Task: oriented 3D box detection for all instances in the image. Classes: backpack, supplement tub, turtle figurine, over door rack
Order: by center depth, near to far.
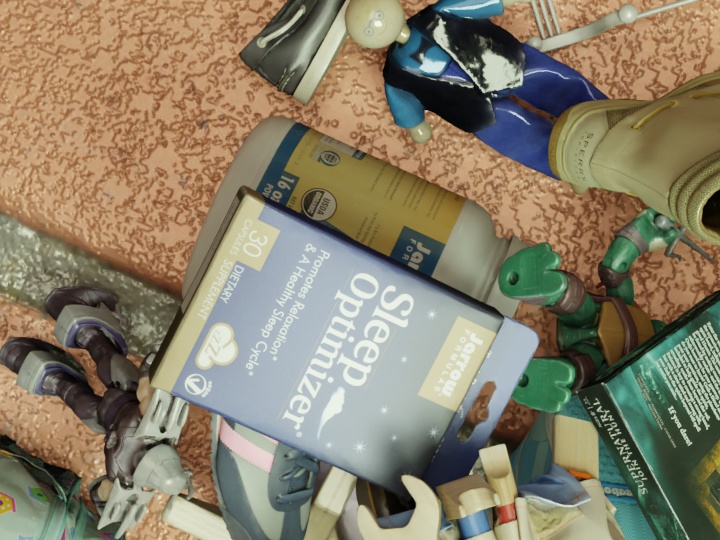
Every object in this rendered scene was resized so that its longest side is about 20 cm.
[{"bbox_3d":[0.166,0.041,1.111,0.101,0.200,0.150,-34,66,36],"label":"turtle figurine"},{"bbox_3d":[-0.239,0.205,1.125,0.153,0.200,0.176,28,89,1],"label":"backpack"},{"bbox_3d":[0.000,0.000,1.151,0.200,0.145,0.145,24,89,2],"label":"supplement tub"},{"bbox_3d":[0.184,-0.241,1.191,0.200,0.067,0.148,-16,89,1],"label":"over door rack"}]

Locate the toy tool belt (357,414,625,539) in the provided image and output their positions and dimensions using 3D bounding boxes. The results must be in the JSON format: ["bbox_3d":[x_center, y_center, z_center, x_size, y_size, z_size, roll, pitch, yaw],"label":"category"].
[{"bbox_3d":[0.056,0.157,0.989,0.200,0.125,0.123,-12,76,-15],"label":"toy tool belt"}]

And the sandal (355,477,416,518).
[{"bbox_3d":[0.017,0.216,1.068,0.055,0.082,0.200,-13,89,16],"label":"sandal"}]

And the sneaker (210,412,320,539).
[{"bbox_3d":[-0.041,0.084,1.051,0.082,0.070,0.200,5,105,36],"label":"sneaker"}]

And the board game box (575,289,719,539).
[{"bbox_3d":[0.224,0.125,1.046,0.135,0.028,0.200,-30,93,-35],"label":"board game box"}]

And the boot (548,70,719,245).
[{"bbox_3d":[0.241,-0.071,1.115,0.200,0.155,0.073,-9,113,-30],"label":"boot"}]

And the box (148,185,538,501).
[{"bbox_3d":[-0.004,0.049,1.002,0.200,0.032,0.121,25,97,-15],"label":"box"}]

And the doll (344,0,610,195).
[{"bbox_3d":[0.081,-0.132,1.172,0.200,0.048,0.137,27,116,-11],"label":"doll"}]

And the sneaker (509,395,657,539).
[{"bbox_3d":[0.136,0.176,1.138,0.079,0.131,0.200,16,47,-13],"label":"sneaker"}]

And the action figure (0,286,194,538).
[{"bbox_3d":[-0.155,0.085,1.140,0.130,0.069,0.200,-57,45,12],"label":"action figure"}]

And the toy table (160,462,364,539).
[{"bbox_3d":[-0.040,0.193,1.163,0.184,0.117,0.200,15,88,1],"label":"toy table"}]

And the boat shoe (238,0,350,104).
[{"bbox_3d":[-0.016,-0.213,1.194,0.063,0.073,0.200,27,94,-1],"label":"boat shoe"}]
